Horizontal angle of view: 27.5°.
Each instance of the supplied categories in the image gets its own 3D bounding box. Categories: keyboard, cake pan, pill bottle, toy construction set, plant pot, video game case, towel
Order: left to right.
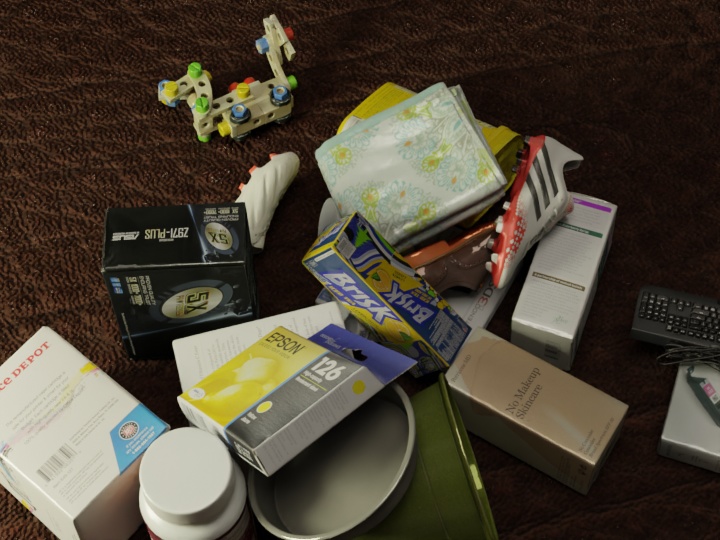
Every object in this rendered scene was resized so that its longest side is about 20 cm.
[{"bbox_3d":[-0.173,0.255,1.567,0.113,0.201,0.115,-1,57,1],"label":"pill bottle"},{"bbox_3d":[-0.161,-0.245,1.952,0.199,0.092,0.132,-33,61,-5],"label":"toy construction set"},{"bbox_3d":[-0.024,0.197,1.525,0.198,0.037,0.202,-20,45,21],"label":"cake pan"},{"bbox_3d":[0.033,0.235,1.596,0.188,0.201,0.202,-18,58,4],"label":"plant pot"},{"bbox_3d":[0.060,-0.119,1.759,0.198,0.048,0.172,-28,59,5],"label":"towel"},{"bbox_3d":[0.073,0.015,1.814,0.198,0.022,0.183,25,62,17],"label":"video game case"},{"bbox_3d":[0.416,0.071,1.709,0.198,0.040,0.105,12,58,11],"label":"keyboard"}]

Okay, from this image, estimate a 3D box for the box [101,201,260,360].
[{"bbox_3d":[-0.204,0.016,1.717,0.162,0.201,0.087,-2,56,-1],"label":"box"}]

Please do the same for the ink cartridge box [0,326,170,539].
[{"bbox_3d":[-0.323,0.197,1.641,0.199,0.145,0.147,36,65,22],"label":"ink cartridge box"}]

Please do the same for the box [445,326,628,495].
[{"bbox_3d":[0.195,0.159,1.684,0.199,0.078,0.095,27,60,16],"label":"box"}]

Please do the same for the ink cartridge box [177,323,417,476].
[{"bbox_3d":[-0.070,0.117,1.554,0.199,0.047,0.197,-38,26,-18],"label":"ink cartridge box"}]

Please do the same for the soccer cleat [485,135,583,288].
[{"bbox_3d":[0.207,-0.067,1.747,0.084,0.069,0.202,19,69,-1],"label":"soccer cleat"}]

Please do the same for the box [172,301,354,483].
[{"bbox_3d":[-0.101,0.145,1.688,0.198,0.107,0.154,-13,58,-7],"label":"box"}]

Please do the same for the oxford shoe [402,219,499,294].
[{"bbox_3d":[0.136,-0.013,1.791,0.198,0.071,0.074,-22,91,-18],"label":"oxford shoe"}]

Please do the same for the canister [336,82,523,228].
[{"bbox_3d":[0.085,-0.151,1.863,0.199,0.087,0.148,27,49,25],"label":"canister"}]

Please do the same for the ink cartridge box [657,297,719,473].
[{"bbox_3d":[0.451,0.144,1.709,0.172,0.044,0.201,15,60,13],"label":"ink cartridge box"}]

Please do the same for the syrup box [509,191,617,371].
[{"bbox_3d":[0.246,0.009,1.778,0.081,0.079,0.201,17,60,13],"label":"syrup box"}]

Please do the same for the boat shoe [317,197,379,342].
[{"bbox_3d":[0.000,0.000,1.781,0.069,0.071,0.202,3,52,-26],"label":"boat shoe"}]

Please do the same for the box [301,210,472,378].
[{"bbox_3d":[0.030,0.029,1.690,0.200,0.070,0.064,46,54,-15],"label":"box"}]

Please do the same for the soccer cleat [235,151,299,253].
[{"bbox_3d":[-0.136,-0.064,1.849,0.077,0.069,0.200,38,73,17],"label":"soccer cleat"}]
